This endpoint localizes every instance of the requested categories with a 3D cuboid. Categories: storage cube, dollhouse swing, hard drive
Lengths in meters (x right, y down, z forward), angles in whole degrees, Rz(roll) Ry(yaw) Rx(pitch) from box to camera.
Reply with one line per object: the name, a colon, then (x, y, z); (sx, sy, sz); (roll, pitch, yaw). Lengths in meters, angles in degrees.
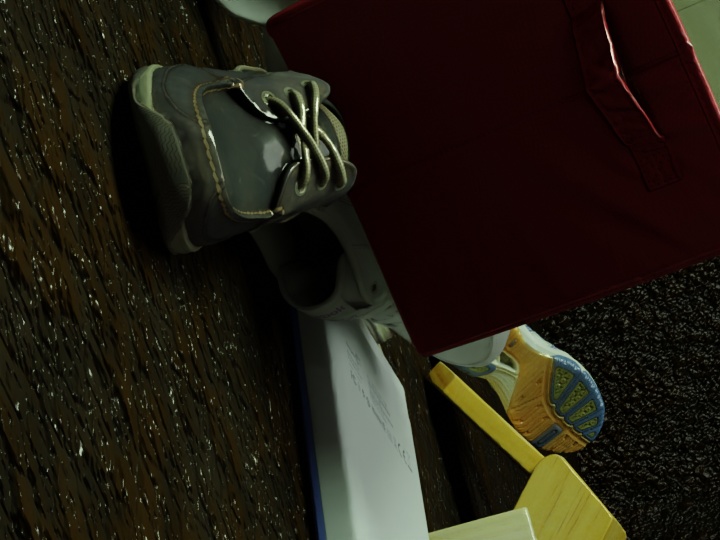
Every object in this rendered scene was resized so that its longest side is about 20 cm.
storage cube: (0.094, -0.088, 1.014); (0.172, 0.179, 0.200); (64, 30, -8)
dollhouse swing: (0.097, 0.194, 1.677); (0.182, 0.175, 0.200); (-62, 168, -4)
hard drive: (0.004, 0.109, 1.087); (0.132, 0.025, 0.201); (60, 16, -48)

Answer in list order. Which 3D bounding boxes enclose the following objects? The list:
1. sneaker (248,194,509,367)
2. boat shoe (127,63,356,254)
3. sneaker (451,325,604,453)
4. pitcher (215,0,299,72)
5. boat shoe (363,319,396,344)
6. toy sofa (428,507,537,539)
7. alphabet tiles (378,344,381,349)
sneaker: (0.000, 0.000, 1.068); (0.200, 0.075, 0.100); (44, 45, -36)
boat shoe: (-0.042, -0.053, 0.885); (0.200, 0.073, 0.075); (-56, 132, -81)
sneaker: (0.123, 0.065, 1.786); (0.200, 0.075, 0.088); (46, 11, -32)
pitcher: (-0.033, -0.195, 1.118); (0.201, 0.120, 0.172); (-81, 166, -47)
boat shoe: (0.012, -0.056, 1.285); (0.076, 0.071, 0.201); (57, 20, -70)
toy sofa: (0.083, 0.212, 1.323); (0.200, 0.082, 0.098); (57, 18, -70)
alphabet tiles: (-0.004, 0.052, 1.266); (0.200, 0.008, 0.168); (-93, 168, -56)
